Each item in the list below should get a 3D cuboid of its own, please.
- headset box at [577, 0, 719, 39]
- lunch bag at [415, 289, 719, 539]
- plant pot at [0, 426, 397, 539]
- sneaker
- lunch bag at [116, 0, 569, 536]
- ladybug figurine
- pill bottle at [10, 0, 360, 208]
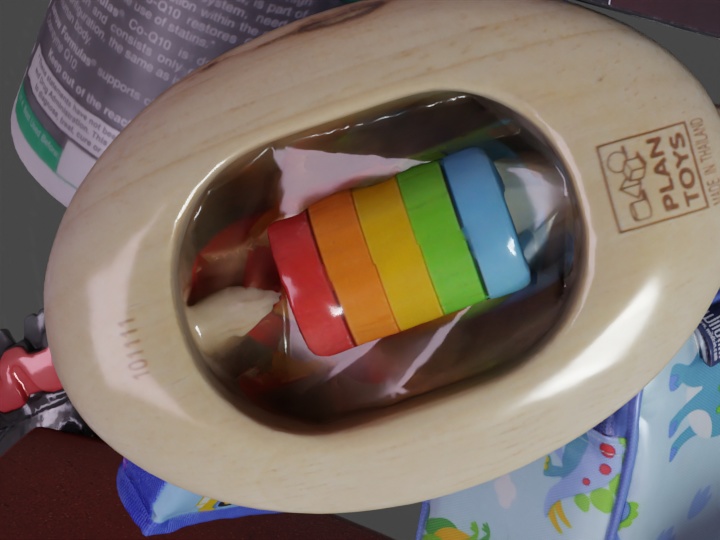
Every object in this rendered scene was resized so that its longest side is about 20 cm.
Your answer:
[{"bbox_3d":[0.075,-0.115,0.882,0.200,0.149,0.078,22,100,39],"label":"headset box"},{"bbox_3d":[0.092,0.067,0.957,0.082,0.161,0.201,27,120,31],"label":"lunch bag"},{"bbox_3d":[-0.098,0.174,1.077,0.176,0.200,0.200,34,121,8],"label":"plant pot"},{"bbox_3d":[-0.149,0.085,1.191,0.200,0.071,0.098,-26,85,36],"label":"sneaker"},{"bbox_3d":[0.000,0.000,0.979,0.094,0.200,0.151,44,124,18],"label":"lunch bag"},{"bbox_3d":[0.011,-0.007,0.838,0.199,0.072,0.136,-15,93,2],"label":"ladybug figurine"},{"bbox_3d":[-0.039,-0.113,1.031,0.113,0.113,0.200,37,122,22],"label":"pill bottle"}]
